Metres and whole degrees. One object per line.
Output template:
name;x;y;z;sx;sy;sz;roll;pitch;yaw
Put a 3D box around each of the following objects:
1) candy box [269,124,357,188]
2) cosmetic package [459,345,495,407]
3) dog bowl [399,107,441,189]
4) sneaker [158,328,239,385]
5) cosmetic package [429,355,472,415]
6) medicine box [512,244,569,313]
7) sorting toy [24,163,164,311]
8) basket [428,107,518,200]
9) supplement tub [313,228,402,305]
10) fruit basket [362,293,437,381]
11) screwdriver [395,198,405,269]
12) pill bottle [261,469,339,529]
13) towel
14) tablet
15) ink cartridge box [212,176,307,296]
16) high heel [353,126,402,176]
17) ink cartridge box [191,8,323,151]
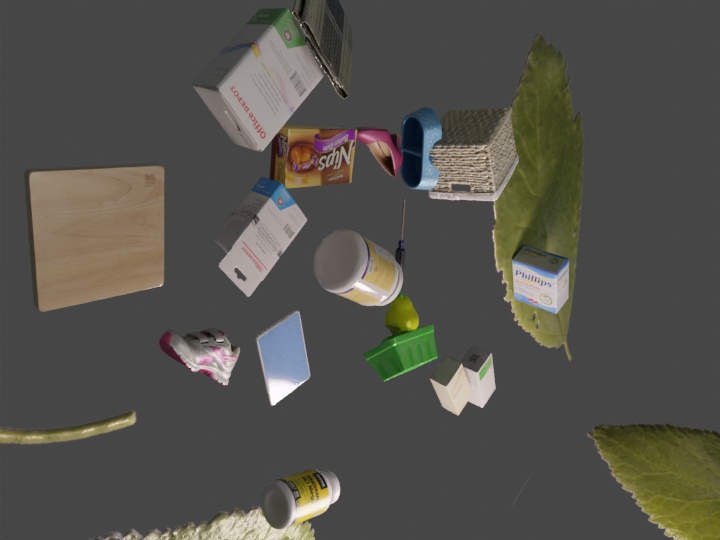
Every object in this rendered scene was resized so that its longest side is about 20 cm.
candy box;-0.095;-0.238;1.208;0.198;0.056;0.119;-12;116;-46
cosmetic package;0.425;0.386;2.123;0.108;0.084;0.202;-46;136;-30
dog bowl;0.143;-0.294;1.437;0.049;0.111;0.204;-17;120;-30
sneaker;-0.304;0.147;1.121;0.089;0.080;0.200;-61;150;-12
cosmetic package;0.313;0.394;1.998;0.104;0.072;0.201;-51;140;-21
medicine box;0.670;0.032;2.175;0.103;0.180;0.202;-43;136;-29
sorting toy;-0.408;-0.062;0.894;0.198;0.069;0.203;-15;118;-47
basket;0.282;-0.300;1.510;0.201;0.195;0.163;-55;138;-37
supplement tub;0.000;0.000;1.364;0.199;0.144;0.148;26;87;-53
fruit basket;0.108;0.177;1.620;0.213;0.155;0.219;25;49;-32
screwdriver;0.110;-0.097;1.553;0.029;0.027;0.204;-58;154;-67
pill bottle;-0.146;0.572;1.483;0.198;0.111;0.115;4;104;-52
towel;-0.066;-0.455;1.095;0.193;0.034;0.203;51;35;-53
tablet;-0.177;0.203;1.351;0.129;0.014;0.203;-33;129;-37
ink cartridge box;-0.205;-0.066;1.143;0.201;0.067;0.116;-55;140;-18
high heel;0.043;-0.274;1.346;0.198;0.066;0.098;-3;99;-54
ink cartridge box;-0.177;-0.337;1.034;0.202;0.087;0.146;-57;140;-19
